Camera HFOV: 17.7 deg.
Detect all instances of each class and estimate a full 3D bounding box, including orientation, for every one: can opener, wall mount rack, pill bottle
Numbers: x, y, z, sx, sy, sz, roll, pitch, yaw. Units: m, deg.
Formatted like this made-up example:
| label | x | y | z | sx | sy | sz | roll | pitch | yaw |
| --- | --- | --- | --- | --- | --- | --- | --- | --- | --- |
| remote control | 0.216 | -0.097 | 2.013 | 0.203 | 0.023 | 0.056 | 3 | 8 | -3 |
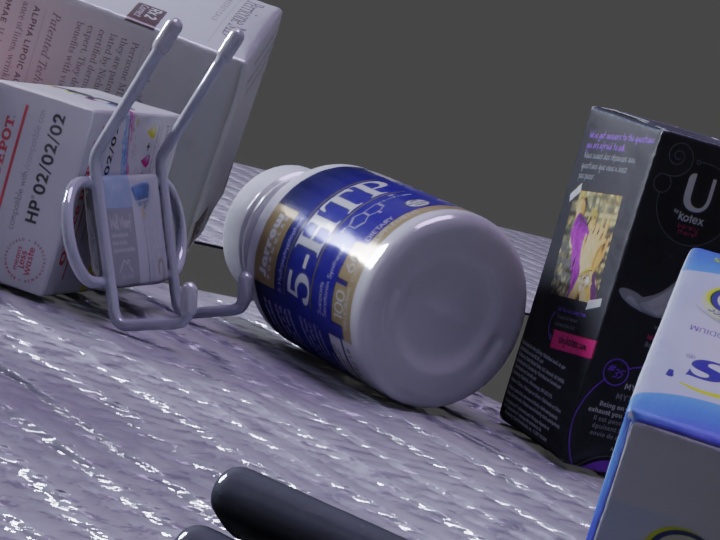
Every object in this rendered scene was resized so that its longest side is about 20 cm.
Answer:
| label | x | y | z | sx | sy | sz | roll | pitch | yaw |
| --- | --- | --- | --- | --- | --- | --- | --- | --- | --- |
| can opener | 0.023 | 0.127 | 0.783 | 0.200 | 0.053 | 0.067 | 22 | -26 | 30 |
| wall mount rack | -0.112 | -0.055 | 1.366 | 0.074 | 0.174 | 0.200 | -5 | 1 | 14 |
| pill bottle | 0.000 | 0.000 | 1.424 | 0.119 | 0.120 | 0.200 | 12 | 7 | -34 |

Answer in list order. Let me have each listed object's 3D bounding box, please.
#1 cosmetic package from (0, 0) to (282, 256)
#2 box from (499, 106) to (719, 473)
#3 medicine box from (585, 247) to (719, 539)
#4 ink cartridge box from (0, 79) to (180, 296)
| label | x | y | z | sx | sy | sz | roll | pitch | yaw |
| --- | --- | --- | --- | --- | --- | --- | --- | --- | --- |
| cosmetic package | -0.183 | -0.133 | 1.702 | 0.199 | 0.165 | 0.165 | 20 | 21 | 0 |
| box | 0.178 | 0.018 | 1.365 | 0.122 | 0.201 | 0.106 | 15 | 7 | -20 |
| medicine box | 0.207 | 0.092 | 1.033 | 0.182 | 0.103 | 0.200 | 17 | 24 | 9 |
| ink cartridge box | -0.182 | -0.049 | 1.388 | 0.068 | 0.116 | 0.200 | 17 | 7 | 14 |
